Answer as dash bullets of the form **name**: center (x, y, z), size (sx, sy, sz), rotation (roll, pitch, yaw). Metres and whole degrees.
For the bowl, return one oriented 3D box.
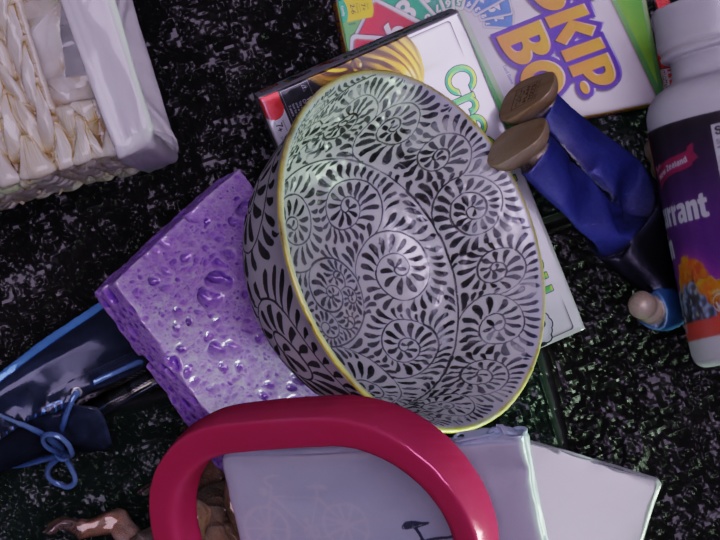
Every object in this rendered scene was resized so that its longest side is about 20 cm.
- **bowl**: center (0.000, 0.000, 1.431), size (0.200, 0.094, 0.202), rotation (19, 62, -40)

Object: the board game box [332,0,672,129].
- **board game box**: center (0.090, -0.129, 1.542), size (0.199, 0.030, 0.096), rotation (-11, 90, -8)

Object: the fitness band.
- **fitness band**: center (-0.021, 0.135, 1.371), size (0.199, 0.037, 0.144), rotation (-7, 107, 32)

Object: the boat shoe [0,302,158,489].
- **boat shoe**: center (-0.161, 0.073, 1.481), size (0.200, 0.084, 0.069), rotation (-38, 80, -3)

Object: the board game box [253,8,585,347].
- **board game box**: center (0.034, -0.034, 1.512), size (0.126, 0.035, 0.201), rotation (-24, 100, -4)

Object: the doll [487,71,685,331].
- **doll**: center (0.157, -0.029, 1.504), size (0.200, 0.048, 0.137), rotation (43, 40, -25)

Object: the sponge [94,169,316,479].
- **sponge**: center (-0.051, 0.057, 1.458), size (0.112, 0.030, 0.200), rotation (-43, 105, -35)

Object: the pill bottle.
- **pill bottle**: center (0.220, -0.053, 1.460), size (0.111, 0.111, 0.201), rotation (-10, 85, -6)

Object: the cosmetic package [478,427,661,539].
- **cosmetic package**: center (0.091, 0.197, 1.502), size (0.106, 0.090, 0.201), rotation (19, 84, -3)

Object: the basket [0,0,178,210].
- **basket**: center (-0.179, -0.108, 1.431), size (0.123, 0.200, 0.136), rotation (-18, 90, -1)

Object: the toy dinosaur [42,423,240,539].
- **toy dinosaur**: center (-0.084, 0.166, 1.490), size (0.200, 0.086, 0.136), rotation (-38, 104, -27)

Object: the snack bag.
- **snack bag**: center (0.023, 0.176, 1.409), size (0.188, 0.021, 0.201), rotation (-6, 109, 26)
